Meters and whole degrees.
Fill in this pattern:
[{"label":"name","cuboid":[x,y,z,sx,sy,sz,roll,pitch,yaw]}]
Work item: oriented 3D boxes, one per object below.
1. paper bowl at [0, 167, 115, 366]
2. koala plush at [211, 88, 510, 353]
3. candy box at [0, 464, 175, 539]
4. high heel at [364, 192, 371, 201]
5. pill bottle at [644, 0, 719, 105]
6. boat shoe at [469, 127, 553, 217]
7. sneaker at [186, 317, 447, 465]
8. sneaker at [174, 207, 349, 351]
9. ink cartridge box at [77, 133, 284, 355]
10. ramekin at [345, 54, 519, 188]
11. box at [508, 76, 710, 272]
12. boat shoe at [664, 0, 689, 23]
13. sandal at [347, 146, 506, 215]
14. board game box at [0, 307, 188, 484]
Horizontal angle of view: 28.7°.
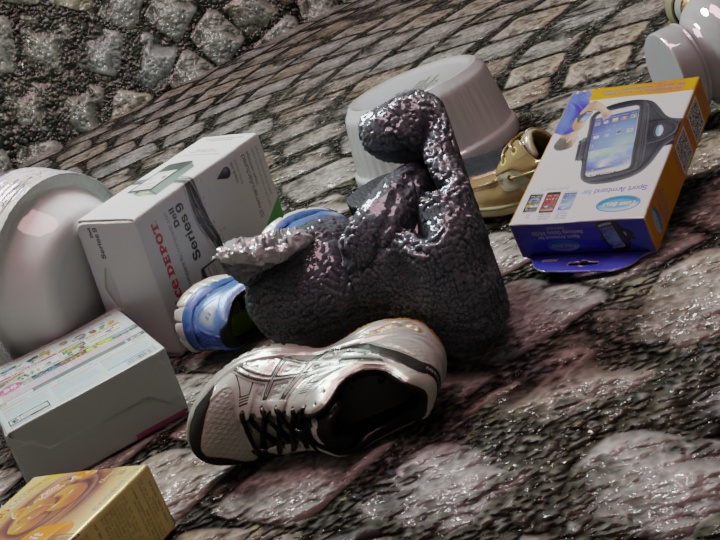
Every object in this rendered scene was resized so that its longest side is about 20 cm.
[{"label":"paper bowl","cuboid":[-0.293,0.004,1.372,0.103,0.203,0.200,7,31,34]},{"label":"koala plush","cuboid":[0.000,0.000,1.053,0.197,0.179,0.185,-19,40,4]},{"label":"candy box","cuboid":[-0.222,0.205,0.908,0.114,0.056,0.200,-12,21,33]},{"label":"high heel","cuboid":[0.008,0.007,1.233,0.144,0.071,0.200,-61,-18,7]},{"label":"pill bottle","cuboid":[0.373,-0.223,1.321,0.198,0.113,0.112,-25,17,-5]},{"label":"boat shoe","cuboid":[0.167,-0.099,1.298,0.198,0.067,0.074,-13,19,32]},{"label":"sneaker","cuboid":[-0.037,0.093,0.971,0.198,0.076,0.088,-22,21,13]},{"label":"sneaker","cuboid":[-0.072,0.014,1.288,0.089,0.079,0.200,13,44,46]},{"label":"ink cartridge box","cuboid":[-0.165,-0.027,1.381,0.083,0.148,0.200,-1,28,36]},{"label":"ramekin","cuboid":[0.073,-0.170,1.594,0.200,0.095,0.203,-22,16,7]},{"label":"box","cuboid":[0.201,-0.077,1.140,0.118,0.042,0.201,-3,40,34]},{"label":"boat shoe","cuboid":[0.459,-0.345,1.667,0.199,0.075,0.068,-34,24,-11]},{"label":"sandal","cuboid":[0.085,-0.077,1.405,0.197,0.043,0.076,-12,25,3]},{"label":"board game box","cuboid":[-0.246,0.108,1.229,0.146,0.065,0.200,-27,18,-15]}]
